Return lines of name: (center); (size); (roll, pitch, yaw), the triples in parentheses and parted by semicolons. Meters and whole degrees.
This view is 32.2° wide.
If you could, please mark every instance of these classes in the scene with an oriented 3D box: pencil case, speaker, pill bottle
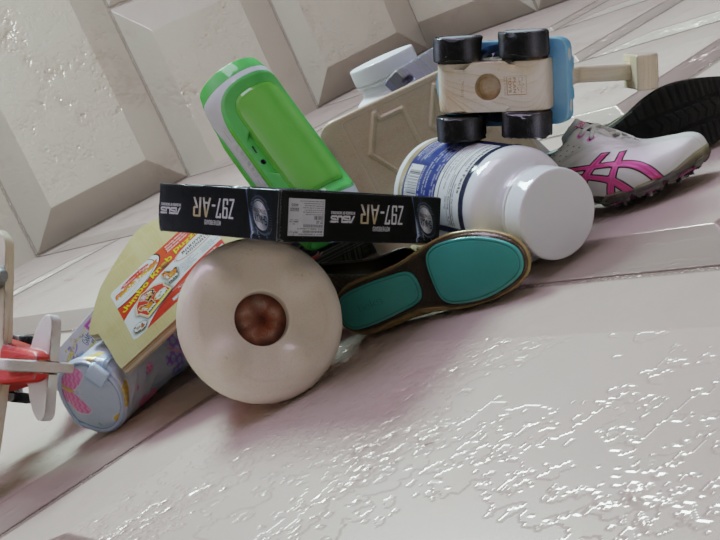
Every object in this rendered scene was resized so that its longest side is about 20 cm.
pencil case: (-0.223, 0.087, 1.293); (0.091, 0.083, 0.200); (-45, -2, 38)
speaker: (-0.081, -0.120, 1.287); (0.088, 0.200, 0.088); (-34, -11, -8)
pill bottle: (0.065, -0.173, 1.556); (0.112, 0.200, 0.112); (-23, 13, 6)
pill bottle: (0.125, -0.064, 1.169); (0.111, 0.111, 0.200); (-29, 22, -21)

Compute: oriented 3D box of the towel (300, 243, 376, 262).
towel: (-0.037, -0.068, 1.410); (0.200, 0.193, 0.035); (-27, 55, -8)

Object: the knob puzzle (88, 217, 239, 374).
knob puzzle: (-0.189, 0.004, 1.246); (0.219, 0.030, 0.220); (-27, 36, 22)

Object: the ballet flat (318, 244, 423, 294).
ballet flat: (0.000, 0.000, 1.232); (0.200, 0.046, 0.067); (-12, 14, -13)

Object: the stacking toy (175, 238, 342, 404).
stacking toy: (-0.108, 0.060, 1.155); (0.146, 0.146, 0.200); (-29, -3, -20)

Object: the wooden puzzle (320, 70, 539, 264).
wooden puzzle: (0.083, -0.108, 1.318); (0.200, 0.185, 0.046); (-27, -6, -5)

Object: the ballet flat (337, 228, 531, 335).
ballet flat: (0.069, 0.005, 1.125); (0.200, 0.069, 0.063); (-17, 1, 29)

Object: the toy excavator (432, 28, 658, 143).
toy excavator: (0.181, -0.189, 1.217); (0.194, 0.100, 0.200); (0, 14, 22)

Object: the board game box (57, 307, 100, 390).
board game box: (-0.261, 0.050, 1.377); (0.200, 0.034, 0.134); (-49, -4, -6)

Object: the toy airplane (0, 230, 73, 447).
toy airplane: (-0.365, 0.091, 1.206); (0.141, 0.199, 0.200); (7, 39, -28)

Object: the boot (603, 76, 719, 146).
boot: (0.295, -0.148, 1.321); (0.200, 0.078, 0.138); (-23, 7, 4)

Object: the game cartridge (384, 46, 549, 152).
game cartridge: (0.131, -0.175, 1.472); (0.038, 0.200, 0.130); (-48, -4, 32)

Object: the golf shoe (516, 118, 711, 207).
golf shoe: (0.232, -0.105, 1.199); (0.200, 0.092, 0.073); (-15, 8, 30)

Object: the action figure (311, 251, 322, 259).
action figure: (-0.084, 0.025, 1.335); (0.099, 0.065, 0.200); (-25, 10, -9)

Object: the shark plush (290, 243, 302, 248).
shark plush: (-0.094, -0.039, 1.342); (0.200, 0.091, 0.083); (-33, -18, -43)

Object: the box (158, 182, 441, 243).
box: (-0.052, -0.051, 1.106); (0.160, 0.044, 0.200); (6, 4, 43)
